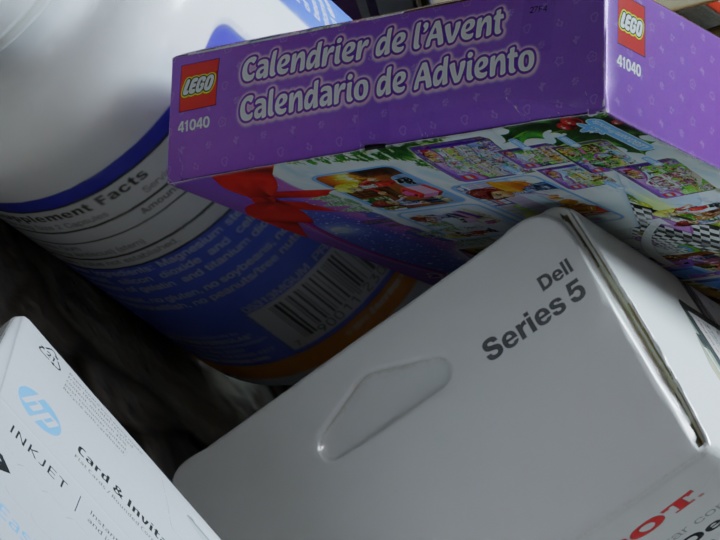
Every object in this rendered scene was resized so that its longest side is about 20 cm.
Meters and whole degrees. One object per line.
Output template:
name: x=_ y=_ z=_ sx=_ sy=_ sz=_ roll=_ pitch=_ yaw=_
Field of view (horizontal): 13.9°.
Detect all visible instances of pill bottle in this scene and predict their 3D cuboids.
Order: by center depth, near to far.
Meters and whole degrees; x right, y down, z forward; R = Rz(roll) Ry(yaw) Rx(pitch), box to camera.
pill bottle: x=-0.066 y=-0.055 z=0.858 sx=0.200 sy=0.112 sz=0.112 roll=39 pitch=19 yaw=-44

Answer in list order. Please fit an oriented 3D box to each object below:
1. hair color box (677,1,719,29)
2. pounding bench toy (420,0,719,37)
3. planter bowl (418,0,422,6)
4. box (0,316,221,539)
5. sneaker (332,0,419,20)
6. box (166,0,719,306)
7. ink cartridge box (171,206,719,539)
hair color box: x=0.098 y=-0.144 z=1.118 sx=0.111 sy=0.064 sz=0.200 roll=28 pitch=2 yaw=-28
pounding bench toy: x=0.082 y=-0.159 z=0.942 sx=0.124 sy=0.156 sz=0.201 roll=-42 pitch=118 yaw=-89
planter bowl: x=0.043 y=-0.046 z=1.150 sx=0.200 sy=0.135 sz=0.200 roll=49 pitch=14 yaw=-16
box: x=-0.052 y=0.106 z=0.635 sx=0.156 sy=0.041 sz=0.200 roll=50 pitch=14 yaw=-11
sneaker: x=-0.055 y=-0.158 z=0.986 sx=0.073 sy=0.114 sz=0.201 roll=-54 pitch=131 yaw=-83
box: x=0.061 y=-0.026 z=0.817 sx=0.200 sy=0.137 sz=0.039 roll=21 pitch=67 yaw=-52
ink cartridge box: x=0.057 y=0.075 z=0.853 sx=0.200 sy=0.145 sz=0.084 roll=27 pitch=30 yaw=-60
